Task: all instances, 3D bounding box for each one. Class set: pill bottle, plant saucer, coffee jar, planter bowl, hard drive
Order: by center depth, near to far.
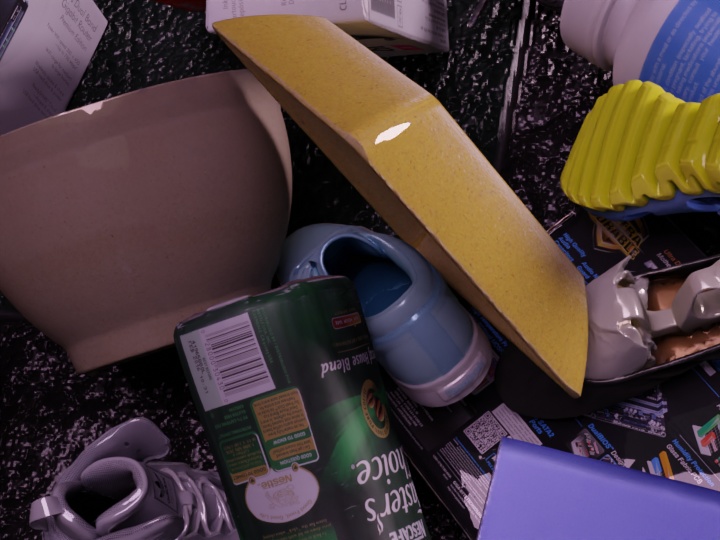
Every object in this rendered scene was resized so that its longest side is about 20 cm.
[{"bbox_3d":[0.151,0.171,0.863,0.199,0.025,0.133,13,81,9],"label":"hard drive"},{"bbox_3d":[-0.020,0.107,0.867,0.085,0.104,0.201,-18,88,18],"label":"coffee jar"},{"bbox_3d":[0.030,-0.048,0.890,0.048,0.200,0.200,-44,34,-1],"label":"plant saucer"},{"bbox_3d":[0.212,-0.113,0.975,0.200,0.112,0.112,36,80,27],"label":"pill bottle"},{"bbox_3d":[-0.123,-0.020,1.003,0.199,0.200,0.136,-18,89,8],"label":"planter bowl"}]

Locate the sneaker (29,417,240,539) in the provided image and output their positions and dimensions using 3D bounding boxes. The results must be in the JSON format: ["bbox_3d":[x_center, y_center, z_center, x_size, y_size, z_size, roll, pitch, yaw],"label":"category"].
[{"bbox_3d":[-0.079,0.131,0.926,0.199,0.115,0.075,-12,55,-8],"label":"sneaker"}]

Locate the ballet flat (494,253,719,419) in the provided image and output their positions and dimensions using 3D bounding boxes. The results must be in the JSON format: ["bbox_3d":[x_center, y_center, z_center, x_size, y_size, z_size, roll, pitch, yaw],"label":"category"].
[{"bbox_3d":[0.159,0.019,0.901,0.199,0.068,0.068,-19,61,8],"label":"ballet flat"}]

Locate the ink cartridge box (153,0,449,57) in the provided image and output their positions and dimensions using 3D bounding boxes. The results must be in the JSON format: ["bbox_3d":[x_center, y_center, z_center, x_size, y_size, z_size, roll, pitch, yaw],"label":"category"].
[{"bbox_3d":[-0.053,-0.150,1.026,0.172,0.200,0.044,-3,91,16],"label":"ink cartridge box"}]

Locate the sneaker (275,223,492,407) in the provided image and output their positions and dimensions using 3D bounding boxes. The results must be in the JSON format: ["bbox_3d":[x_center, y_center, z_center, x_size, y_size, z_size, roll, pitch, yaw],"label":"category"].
[{"bbox_3d":[0.000,0.000,0.969,0.074,0.082,0.200,-42,34,-12],"label":"sneaker"}]

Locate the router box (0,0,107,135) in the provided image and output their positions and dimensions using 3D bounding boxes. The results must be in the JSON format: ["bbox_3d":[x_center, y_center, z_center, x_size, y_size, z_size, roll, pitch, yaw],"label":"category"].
[{"bbox_3d":[-0.249,-0.137,1.074,0.049,0.200,0.180,15,71,23],"label":"router box"}]

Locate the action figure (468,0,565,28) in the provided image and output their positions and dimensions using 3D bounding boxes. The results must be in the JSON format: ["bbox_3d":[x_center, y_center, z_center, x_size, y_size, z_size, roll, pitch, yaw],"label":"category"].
[{"bbox_3d":[0.128,-0.220,1.060,0.200,0.102,0.119,-47,68,2],"label":"action figure"}]

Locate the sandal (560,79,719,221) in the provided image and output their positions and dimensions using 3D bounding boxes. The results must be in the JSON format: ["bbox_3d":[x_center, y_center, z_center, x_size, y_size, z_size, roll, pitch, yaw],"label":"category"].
[{"bbox_3d":[0.181,-0.052,0.904,0.200,0.087,0.080,8,72,60],"label":"sandal"}]

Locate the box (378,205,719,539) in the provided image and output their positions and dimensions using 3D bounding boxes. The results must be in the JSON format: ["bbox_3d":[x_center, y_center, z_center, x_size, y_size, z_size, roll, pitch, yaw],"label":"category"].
[{"bbox_3d":[0.130,0.077,0.947,0.198,0.050,0.200,-38,61,-4],"label":"box"}]
